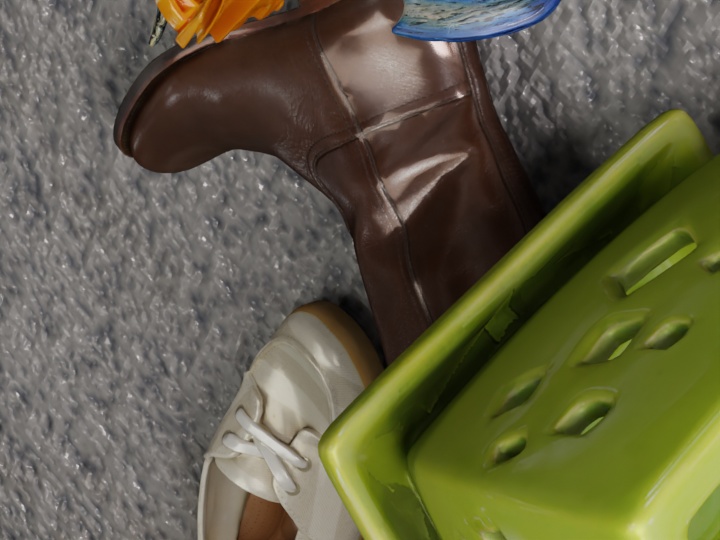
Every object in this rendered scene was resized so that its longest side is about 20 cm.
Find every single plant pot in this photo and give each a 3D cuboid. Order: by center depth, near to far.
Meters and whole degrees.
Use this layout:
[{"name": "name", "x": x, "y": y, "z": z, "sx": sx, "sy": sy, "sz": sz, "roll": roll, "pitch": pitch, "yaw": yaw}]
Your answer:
[{"name": "plant pot", "x": 0.118, "y": 0.071, "z": 0.714, "sx": 0.181, "sy": 0.200, "sz": 0.200, "roll": 6, "pitch": 132, "yaw": 53}]

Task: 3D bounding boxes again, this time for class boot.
[{"name": "boot", "x": 0.000, "y": 0.000, "z": 0.879, "sx": 0.186, "sy": 0.064, "sz": 0.201, "roll": -31, "pitch": 78, "yaw": 49}]

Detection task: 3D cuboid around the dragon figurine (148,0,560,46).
[{"name": "dragon figurine", "x": 0.031, "y": -0.107, "z": 0.749, "sx": 0.100, "sy": 0.199, "sz": 0.059, "roll": -116, "pitch": 15, "yaw": -67}]

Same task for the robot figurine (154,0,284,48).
[{"name": "robot figurine", "x": -0.064, "y": -0.166, "z": 0.632, "sx": 0.201, "sy": 0.058, "sz": 0.145, "roll": 55, "pitch": 138, "yaw": 2}]

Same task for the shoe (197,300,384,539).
[{"name": "shoe", "x": -0.031, "y": 0.098, "z": 1.013, "sx": 0.070, "sy": 0.053, "sz": 0.201, "roll": 35, "pitch": 136, "yaw": 25}]
